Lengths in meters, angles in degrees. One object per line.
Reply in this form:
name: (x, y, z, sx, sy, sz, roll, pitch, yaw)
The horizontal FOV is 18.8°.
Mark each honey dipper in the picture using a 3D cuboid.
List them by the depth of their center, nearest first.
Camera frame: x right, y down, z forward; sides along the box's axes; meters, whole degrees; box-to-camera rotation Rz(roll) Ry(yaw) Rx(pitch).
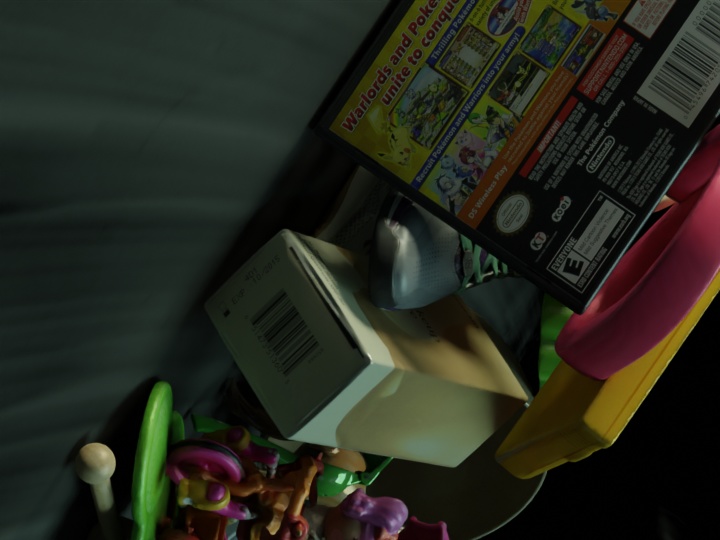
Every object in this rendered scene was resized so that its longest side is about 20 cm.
honey dipper: (-0.148, 0.143, 1.266, 0.038, 0.038, 0.200, -51, 165, -20)

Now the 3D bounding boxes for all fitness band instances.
fitness band: (0.167, -0.011, 1.192, 0.144, 0.037, 0.200, -54, -179, -19)

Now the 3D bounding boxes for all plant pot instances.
plant pot: (0.027, 0.085, 1.528, 0.135, 0.200, 0.201, -93, -159, -44)

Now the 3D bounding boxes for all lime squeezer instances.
lime squeezer: (-0.004, 0.104, 1.393, 0.199, 0.071, 0.038, -13, 163, -13)

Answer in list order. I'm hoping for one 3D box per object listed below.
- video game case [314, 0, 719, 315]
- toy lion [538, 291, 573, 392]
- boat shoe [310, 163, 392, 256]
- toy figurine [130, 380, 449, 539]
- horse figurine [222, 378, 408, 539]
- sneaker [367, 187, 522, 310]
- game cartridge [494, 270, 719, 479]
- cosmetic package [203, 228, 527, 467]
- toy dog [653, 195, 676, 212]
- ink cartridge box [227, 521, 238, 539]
video game case: (0.104, -0.108, 1.201, 0.200, 0.180, 0.026, -56, 178, 3)
toy lion: (0.151, -0.009, 1.500, 0.200, 0.068, 0.192, -72, 161, -46)
boat shoe: (0.000, 0.000, 1.378, 0.200, 0.069, 0.071, -59, 169, 16)
toy figurine: (-0.036, 0.154, 1.281, 0.200, 0.183, 0.150, 95, 5, -48)
horse figurine: (-0.036, 0.151, 1.460, 0.200, 0.132, 0.050, 73, 17, -47)
sneaker: (0.072, -0.021, 1.268, 0.200, 0.087, 0.075, -34, 129, -63)
game cartridge: (0.163, 0.043, 1.314, 0.176, 0.032, 0.200, -53, -177, -14)
cosmetic package: (0.007, 0.049, 1.284, 0.071, 0.105, 0.200, -42, 155, 17)
toy dog: (0.157, -0.150, 1.313, 0.200, 0.194, 0.140, -43, 157, -18)
ink cartridge box: (-0.167, 0.269, 1.538, 0.198, 0.047, 0.200, -60, 171, 21)
